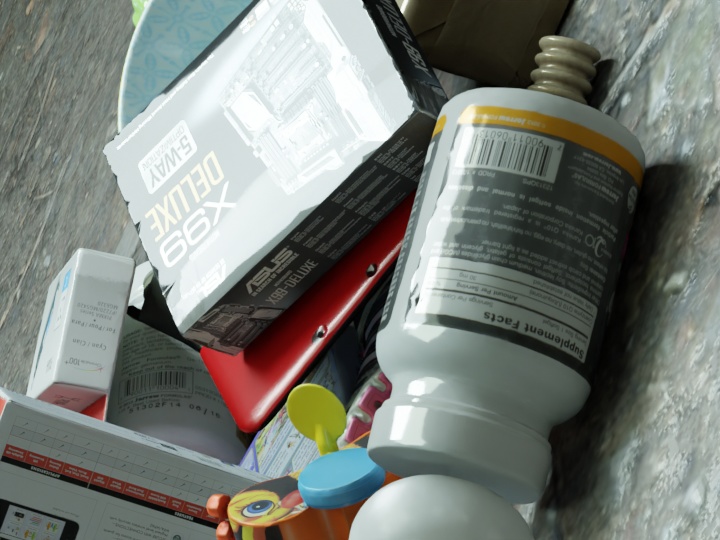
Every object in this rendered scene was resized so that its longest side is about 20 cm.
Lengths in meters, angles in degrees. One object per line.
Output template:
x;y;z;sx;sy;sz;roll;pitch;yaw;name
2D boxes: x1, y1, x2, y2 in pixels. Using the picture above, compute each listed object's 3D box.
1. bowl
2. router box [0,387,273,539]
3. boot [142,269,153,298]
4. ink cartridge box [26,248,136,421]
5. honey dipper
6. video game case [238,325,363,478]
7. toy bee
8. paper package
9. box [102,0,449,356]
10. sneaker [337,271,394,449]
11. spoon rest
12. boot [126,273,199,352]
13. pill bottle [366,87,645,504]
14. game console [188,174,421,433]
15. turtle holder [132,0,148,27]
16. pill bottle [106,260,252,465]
-0.053;-0.108;1.613;0.200;0.108;0.200;-14;71;45;bowl
-0.155;0.185;1.511;0.180;0.200;0.049;-69;21;0;router box
-0.074;-0.070;1.825;0.182;0.073;0.200;-20;47;14;boot
-0.201;0.086;1.747;0.200;0.045;0.176;147;134;-75;ink cartridge box
0.096;-0.035;1.452;0.038;0.038;0.200;-11;62;68;honey dipper
-0.038;0.161;1.592;0.200;0.045;0.181;-59;23;26;video game case
-0.028;0.125;1.378;0.109;0.200;0.131;10;102;48;toy bee
0.071;-0.226;1.615;0.191;0.103;0.200;-66;20;9;paper package
-0.047;-0.073;1.467;0.200;0.050;0.158;-42;49;21;box
0.029;0.055;1.483;0.087;0.074;0.200;-14;53;68;sneaker
0.030;0.193;1.327;0.061;0.099;0.200;-66;-7;-66;spoon rest
-0.059;-0.013;1.665;0.200;0.138;0.077;-61;-2;18;boot
0.074;0.014;1.334;0.116;0.116;0.200;-21;51;65;pill bottle
0.000;0.000;1.516;0.119;0.172;0.200;45;102;27;game console
-0.069;-0.153;1.760;0.141;0.132;0.186;-28;41;-1;turtle holder
-0.135;0.087;1.826;0.114;0.114;0.200;-55;24;34;pill bottle
